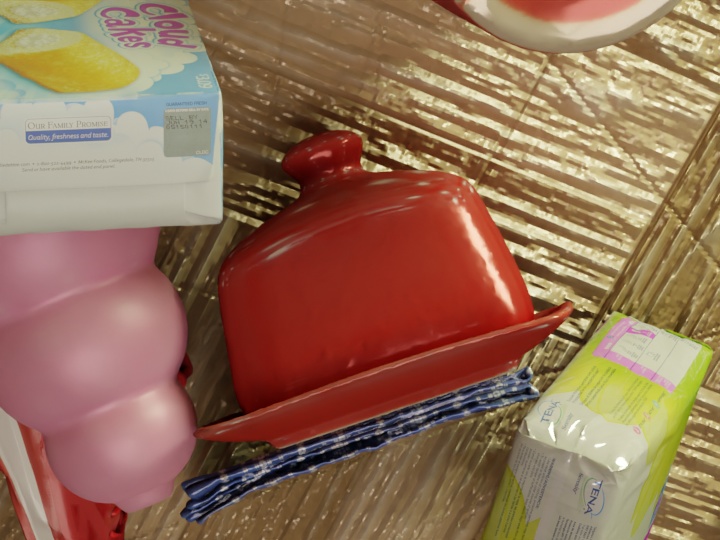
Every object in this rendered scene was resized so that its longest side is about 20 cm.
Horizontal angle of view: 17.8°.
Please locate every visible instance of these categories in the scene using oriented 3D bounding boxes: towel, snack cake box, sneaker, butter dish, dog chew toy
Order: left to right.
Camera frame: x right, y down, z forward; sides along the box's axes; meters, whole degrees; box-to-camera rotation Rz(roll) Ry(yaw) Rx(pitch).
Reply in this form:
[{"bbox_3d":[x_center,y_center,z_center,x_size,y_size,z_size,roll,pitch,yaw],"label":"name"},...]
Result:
[{"bbox_3d":[-0.143,0.025,1.155,0.124,0.125,0.201,-23,90,0],"label":"dog chew toy"},{"bbox_3d":[-0.133,-0.089,1.082,0.114,0.200,0.068,-4,117,-10],"label":"snack cake box"},{"bbox_3d":[-0.133,0.106,1.255,0.115,0.078,0.201,-21,121,0],"label":"sneaker"},{"bbox_3d":[-0.001,0.097,1.250,0.199,0.145,0.024,-18,85,-2],"label":"towel"},{"bbox_3d":[0.000,0.000,1.191,0.198,0.200,0.149,-18,88,5],"label":"butter dish"}]

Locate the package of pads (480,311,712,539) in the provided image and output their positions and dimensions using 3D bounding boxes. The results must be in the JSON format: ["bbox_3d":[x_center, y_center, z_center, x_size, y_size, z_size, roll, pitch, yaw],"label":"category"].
[{"bbox_3d":[0.124,0.121,1.254,0.068,0.200,0.155,22,115,14],"label":"package of pads"}]

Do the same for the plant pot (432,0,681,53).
[{"bbox_3d":[0.081,-0.201,1.086,0.199,0.178,0.202,-5,117,-10],"label":"plant pot"}]
